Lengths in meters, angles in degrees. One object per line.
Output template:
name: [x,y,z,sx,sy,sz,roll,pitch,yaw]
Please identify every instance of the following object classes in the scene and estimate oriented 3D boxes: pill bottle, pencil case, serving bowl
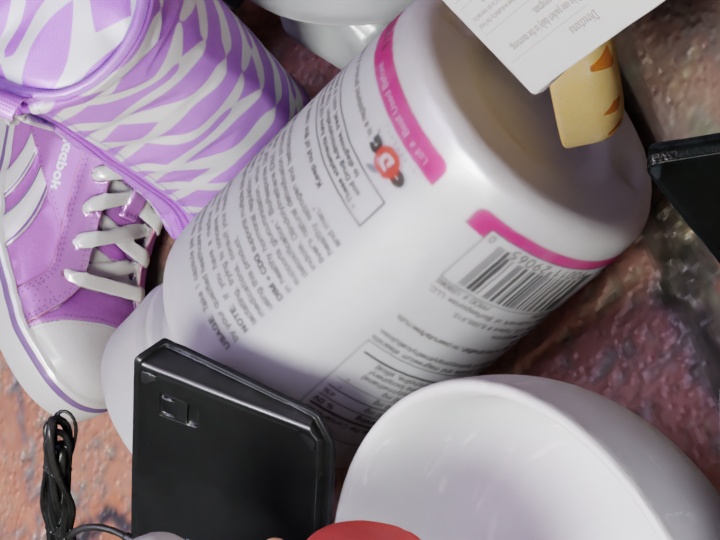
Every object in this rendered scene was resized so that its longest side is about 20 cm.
pill bottle: [0.000,0.000,0.916,0.200,0.113,0.114,-42,54,32]
pencil case: [-0.077,-0.066,0.935,0.084,0.200,0.086,12,79,25]
serving bowl: [0.074,0.126,0.830,0.200,0.066,0.201,24,120,49]

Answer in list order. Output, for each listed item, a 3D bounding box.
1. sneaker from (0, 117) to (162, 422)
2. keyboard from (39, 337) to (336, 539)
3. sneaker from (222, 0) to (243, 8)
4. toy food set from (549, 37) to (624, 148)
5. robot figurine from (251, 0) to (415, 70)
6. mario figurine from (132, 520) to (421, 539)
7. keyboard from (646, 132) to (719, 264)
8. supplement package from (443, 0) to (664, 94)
sneaker: [-0.101,-0.043,1.060,0.114,0.073,0.201,-18,69,38]
keyboard: [-0.069,0.101,0.932,0.127,0.021,0.200,20,135,15]
sneaker: [-0.072,-0.156,1.029,0.200,0.078,0.090,-36,39,-5]
toy food set: [0.065,-0.157,0.825,0.049,0.198,0.200,1,40,9]
robot figurine: [-0.004,-0.169,0.920,0.113,0.169,0.200,32,142,42]
mario figurine: [-0.046,0.141,0.841,0.200,0.123,0.106,-18,71,56]
keyboard: [0.181,-0.018,0.765,0.040,0.104,0.200,-49,23,-24]
supplement package: [0.088,-0.153,0.616,0.156,0.111,0.200,-45,5,-18]
